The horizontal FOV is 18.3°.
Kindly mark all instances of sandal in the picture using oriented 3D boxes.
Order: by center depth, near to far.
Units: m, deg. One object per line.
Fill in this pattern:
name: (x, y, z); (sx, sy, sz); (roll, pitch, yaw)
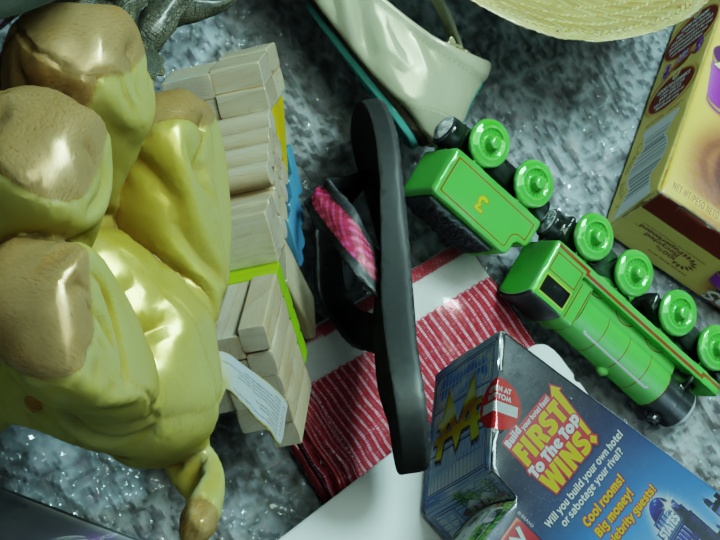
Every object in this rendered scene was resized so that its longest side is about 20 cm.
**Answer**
sandal: (0.000, 0.000, 0.964); (0.045, 0.075, 0.201); (-5, 47, 1)

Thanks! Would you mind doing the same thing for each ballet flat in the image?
ballet flat: (-0.013, -0.146, 1.035); (0.200, 0.069, 0.070); (48, 54, -13)

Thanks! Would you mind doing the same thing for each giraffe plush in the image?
giraffe plush: (-0.137, 0.015, 0.830); (0.173, 0.161, 0.200); (-79, 154, -43)

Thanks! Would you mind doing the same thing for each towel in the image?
towel: (0.053, 0.097, 1.004); (0.144, 0.023, 0.201); (-29, 87, -37)

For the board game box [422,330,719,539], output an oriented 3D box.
board game box: (0.084, 0.138, 0.936); (0.200, 0.062, 0.200); (48, 53, -3)

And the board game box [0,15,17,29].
board game box: (-0.194, -0.172, 0.920); (0.160, 0.097, 0.200); (48, 54, -5)

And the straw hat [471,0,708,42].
straw hat: (0.080, -0.181, 1.099); (0.200, 0.085, 0.202); (9, 66, -22)

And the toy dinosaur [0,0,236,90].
toy dinosaur: (-0.116, -0.097, 0.942); (0.077, 0.102, 0.200); (48, 39, -17)

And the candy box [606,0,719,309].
candy box: (0.210, -0.077, 1.152); (0.116, 0.056, 0.201); (32, 55, -15)

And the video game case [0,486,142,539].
video game case: (-0.112, 0.150, 0.795); (0.143, 0.199, 0.019); (-47, 137, -36)

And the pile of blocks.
pile of blocks: (-0.060, -0.011, 0.964); (0.062, 0.082, 0.201); (-11, 52, 10)

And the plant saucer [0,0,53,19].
plant saucer: (-0.187, -0.118, 0.749); (0.200, 0.201, 0.039); (19, 96, -24)

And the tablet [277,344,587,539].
tablet: (0.056, 0.128, 0.970); (0.200, 0.014, 0.130); (-34, 88, -38)

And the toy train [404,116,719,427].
toy train: (0.099, 0.004, 1.046); (0.200, 0.042, 0.057); (41, 68, -23)
